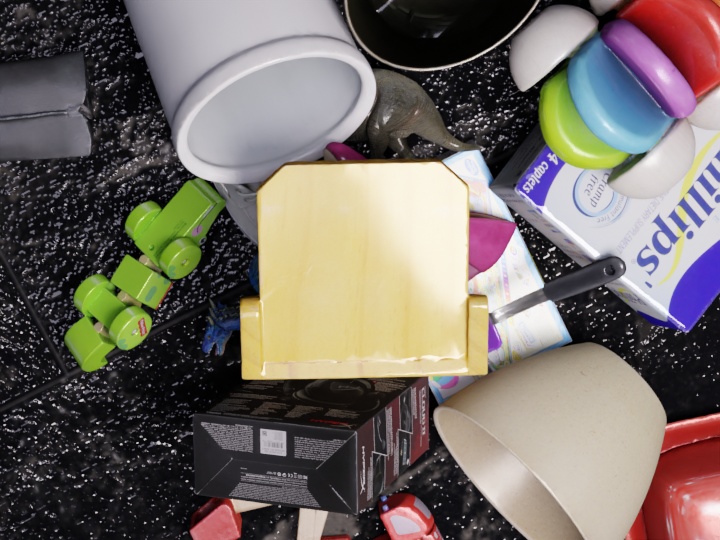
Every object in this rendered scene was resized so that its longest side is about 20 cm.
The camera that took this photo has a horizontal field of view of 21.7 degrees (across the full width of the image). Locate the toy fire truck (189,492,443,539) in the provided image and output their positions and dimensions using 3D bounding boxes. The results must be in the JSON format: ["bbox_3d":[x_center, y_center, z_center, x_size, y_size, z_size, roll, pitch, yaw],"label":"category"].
[{"bbox_3d":[-0.039,0.238,1.708,0.200,0.049,0.141,-27,100,3],"label":"toy fire truck"}]

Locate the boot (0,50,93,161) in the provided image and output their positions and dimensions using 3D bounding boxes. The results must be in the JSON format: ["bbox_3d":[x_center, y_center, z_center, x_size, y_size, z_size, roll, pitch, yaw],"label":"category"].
[{"bbox_3d":[-0.333,-0.170,1.611,0.199,0.066,0.165,-2,109,2],"label":"boot"}]

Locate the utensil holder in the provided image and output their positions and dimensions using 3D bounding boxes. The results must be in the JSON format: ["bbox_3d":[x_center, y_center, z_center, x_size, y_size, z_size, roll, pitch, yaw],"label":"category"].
[{"bbox_3d":[-0.102,-0.199,1.526,0.170,0.170,0.200,-26,64,3],"label":"utensil holder"}]

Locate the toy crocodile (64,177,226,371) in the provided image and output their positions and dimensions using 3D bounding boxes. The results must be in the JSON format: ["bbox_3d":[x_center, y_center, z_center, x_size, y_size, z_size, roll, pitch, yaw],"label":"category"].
[{"bbox_3d":[-0.190,0.006,1.655,0.067,0.062,0.200,38,93,27],"label":"toy crocodile"}]

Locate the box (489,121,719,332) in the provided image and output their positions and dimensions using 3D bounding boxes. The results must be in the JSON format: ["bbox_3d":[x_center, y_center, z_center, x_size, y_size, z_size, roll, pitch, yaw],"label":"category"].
[{"bbox_3d":[0.248,-0.079,1.614,0.200,0.105,0.184,38,86,-9],"label":"box"}]

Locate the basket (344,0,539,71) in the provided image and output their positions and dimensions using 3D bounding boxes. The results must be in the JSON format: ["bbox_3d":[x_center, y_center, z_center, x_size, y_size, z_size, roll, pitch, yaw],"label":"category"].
[{"bbox_3d":[0.067,-0.251,1.543,0.180,0.200,0.136,-38,100,6],"label":"basket"}]

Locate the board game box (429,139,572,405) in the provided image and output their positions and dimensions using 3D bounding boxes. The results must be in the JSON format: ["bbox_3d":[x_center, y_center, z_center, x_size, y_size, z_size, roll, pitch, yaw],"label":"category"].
[{"bbox_3d":[0.086,0.002,1.676,0.134,0.034,0.200,-26,100,3],"label":"board game box"}]

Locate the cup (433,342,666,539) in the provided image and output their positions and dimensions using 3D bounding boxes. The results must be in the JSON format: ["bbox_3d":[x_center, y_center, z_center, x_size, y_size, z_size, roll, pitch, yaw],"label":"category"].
[{"bbox_3d":[0.183,0.146,1.642,0.143,0.200,0.200,-43,100,-14],"label":"cup"}]

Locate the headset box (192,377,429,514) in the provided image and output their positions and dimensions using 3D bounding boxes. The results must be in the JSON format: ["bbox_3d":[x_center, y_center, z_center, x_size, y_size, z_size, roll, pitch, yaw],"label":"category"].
[{"bbox_3d":[-0.035,0.135,1.611,0.148,0.200,0.078,4,103,20],"label":"headset box"}]

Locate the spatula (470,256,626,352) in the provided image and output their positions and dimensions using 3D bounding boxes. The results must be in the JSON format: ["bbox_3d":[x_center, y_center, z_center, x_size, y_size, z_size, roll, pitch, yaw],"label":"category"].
[{"bbox_3d":[0.145,0.026,1.600,0.200,0.021,0.057,-25,94,36],"label":"spatula"}]

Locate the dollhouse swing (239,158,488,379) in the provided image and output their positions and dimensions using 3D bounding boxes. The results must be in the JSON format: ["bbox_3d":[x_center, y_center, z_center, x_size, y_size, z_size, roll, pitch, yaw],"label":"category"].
[{"bbox_3d":[0.000,0.000,1.558,0.199,0.182,0.176,-2,90,-2],"label":"dollhouse swing"}]

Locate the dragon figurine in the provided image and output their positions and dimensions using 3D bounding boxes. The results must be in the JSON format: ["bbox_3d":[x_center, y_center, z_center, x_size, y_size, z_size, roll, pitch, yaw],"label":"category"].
[{"bbox_3d":[-0.063,0.013,1.638,0.099,0.059,0.200,24,124,-23],"label":"dragon figurine"}]

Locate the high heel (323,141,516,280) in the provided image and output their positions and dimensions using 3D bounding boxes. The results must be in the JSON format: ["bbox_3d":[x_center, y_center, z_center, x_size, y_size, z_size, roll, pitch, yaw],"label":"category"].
[{"bbox_3d":[0.050,-0.064,1.588,0.096,0.067,0.200,-45,129,-4],"label":"high heel"}]

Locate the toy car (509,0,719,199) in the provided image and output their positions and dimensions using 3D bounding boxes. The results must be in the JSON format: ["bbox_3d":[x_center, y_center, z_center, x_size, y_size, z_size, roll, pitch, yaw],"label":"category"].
[{"bbox_3d":[0.230,-0.164,1.480,0.200,0.150,0.175,-43,96,-6],"label":"toy car"}]

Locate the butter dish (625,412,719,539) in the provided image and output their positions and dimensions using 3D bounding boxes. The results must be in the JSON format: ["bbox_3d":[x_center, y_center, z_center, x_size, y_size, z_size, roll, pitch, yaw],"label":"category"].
[{"bbox_3d":[0.343,0.236,1.672,0.199,0.148,0.200,-11,102,0],"label":"butter dish"}]

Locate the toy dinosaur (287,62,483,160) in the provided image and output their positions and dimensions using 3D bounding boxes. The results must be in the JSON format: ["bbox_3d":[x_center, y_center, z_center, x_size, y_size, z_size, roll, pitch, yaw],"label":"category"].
[{"bbox_3d":[0.007,-0.134,1.610,0.199,0.077,0.103,10,104,9],"label":"toy dinosaur"}]

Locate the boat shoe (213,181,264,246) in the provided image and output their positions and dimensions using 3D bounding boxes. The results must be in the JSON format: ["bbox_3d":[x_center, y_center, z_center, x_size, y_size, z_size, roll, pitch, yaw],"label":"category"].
[{"bbox_3d":[-0.098,-0.088,1.633,0.071,0.070,0.200,-28,103,4],"label":"boat shoe"}]
